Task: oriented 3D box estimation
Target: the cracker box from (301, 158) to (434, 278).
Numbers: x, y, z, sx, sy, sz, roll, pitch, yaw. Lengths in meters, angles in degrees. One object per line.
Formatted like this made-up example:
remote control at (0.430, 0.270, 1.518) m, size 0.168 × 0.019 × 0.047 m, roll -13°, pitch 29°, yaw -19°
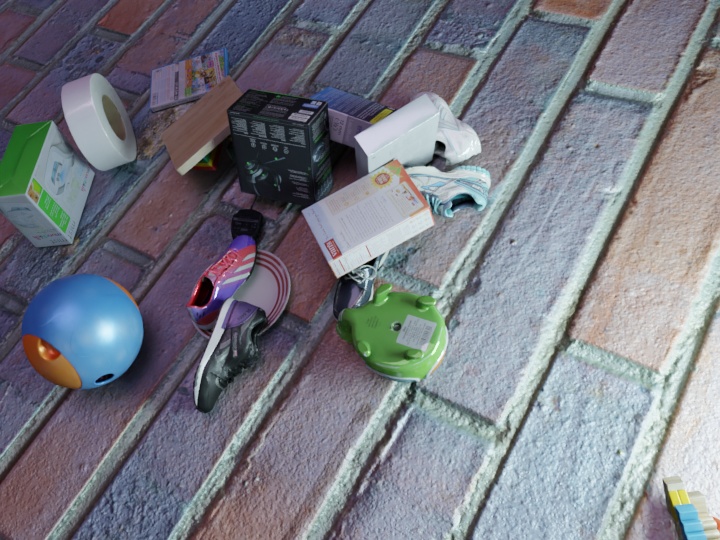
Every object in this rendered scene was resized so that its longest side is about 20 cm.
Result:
cracker box at (0.012, -0.093, 1.218) m, size 0.199 × 0.058 × 0.134 m, roll -28°, pitch 54°, yaw -2°

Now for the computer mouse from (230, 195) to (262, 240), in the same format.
computer mouse at (-0.219, -0.125, 1.403) m, size 0.058 × 0.034 × 0.201 m, roll 8°, pitch 52°, yaw 3°

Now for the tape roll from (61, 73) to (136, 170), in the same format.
tape roll at (-0.573, -0.326, 1.529) m, size 0.070 × 0.203 × 0.204 m, roll -19°, pitch 54°, yaw 3°

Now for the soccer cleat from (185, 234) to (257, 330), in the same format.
soccer cleat at (-0.252, 0.009, 1.267) m, size 0.068 × 0.073 × 0.201 m, roll 14°, pitch 63°, yaw 24°

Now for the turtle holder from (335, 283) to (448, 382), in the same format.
turtle holder at (0.049, 0.115, 1.105) m, size 0.184 × 0.132 × 0.142 m, roll -12°, pitch 56°, yaw 9°

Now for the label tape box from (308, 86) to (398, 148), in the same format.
label tape box at (-0.004, -0.296, 1.383) m, size 0.198 × 0.067 × 0.143 m, roll 22°, pitch 30°, yaw 9°

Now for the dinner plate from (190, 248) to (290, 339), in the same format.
dinner plate at (-0.222, 0.049, 1.291) m, size 0.198 × 0.024 × 0.202 m, roll -8°, pitch 55°, yaw 11°

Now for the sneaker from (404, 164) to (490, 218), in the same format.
sneaker at (0.141, -0.142, 1.282) m, size 0.198 × 0.078 × 0.087 m, roll -4°, pitch 60°, yaw 13°

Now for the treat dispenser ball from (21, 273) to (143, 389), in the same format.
treat dispenser ball at (-0.486, 0.107, 1.219) m, size 0.199 × 0.201 × 0.202 m, roll -7°, pitch 56°, yaw 11°

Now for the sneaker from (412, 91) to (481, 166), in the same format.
sneaker at (0.151, -0.284, 1.373) m, size 0.080 × 0.071 × 0.201 m, roll -33°, pitch 55°, yaw -7°

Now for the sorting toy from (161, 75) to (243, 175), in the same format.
sorting toy at (-0.312, -0.295, 1.472) m, size 0.200 × 0.070 × 0.199 m, roll -40°, pitch 40°, yaw 3°

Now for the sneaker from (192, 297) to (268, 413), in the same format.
sneaker at (-0.219, 0.151, 1.185) m, size 0.087 × 0.076 × 0.202 m, roll 15°, pitch 78°, yaw 8°

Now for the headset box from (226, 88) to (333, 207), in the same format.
headset box at (-0.149, -0.229, 1.342) m, size 0.173 × 0.201 × 0.093 m, roll 13°, pitch 43°, yaw 18°

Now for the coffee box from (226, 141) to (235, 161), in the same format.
coffee box at (-0.173, -0.277, 1.477) m, size 0.198 × 0.044 × 0.124 m, roll 14°, pitch 62°, yaw 24°

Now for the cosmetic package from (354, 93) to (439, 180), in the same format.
cosmetic package at (0.065, -0.224, 1.278) m, size 0.150 × 0.200 × 0.052 m, roll -34°, pitch 76°, yaw -8°

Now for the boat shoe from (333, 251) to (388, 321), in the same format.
boat shoe at (0.000, 0.000, 1.236) m, size 0.074 × 0.062 × 0.201 m, roll 17°, pitch 64°, yaw 25°

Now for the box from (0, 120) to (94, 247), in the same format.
box at (-0.675, -0.181, 1.476) m, size 0.096 × 0.177 × 0.202 m, roll -5°, pitch 56°, yaw 12°

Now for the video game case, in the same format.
video game case at (-0.416, -0.464, 1.685) m, size 0.198 × 0.018 × 0.144 m, roll -14°, pitch 54°, yaw 7°

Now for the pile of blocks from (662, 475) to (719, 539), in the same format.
pile of blocks at (0.441, 0.352, 0.868) m, size 0.062 × 0.082 × 0.201 m, roll -11°, pitch 55°, yaw 9°
